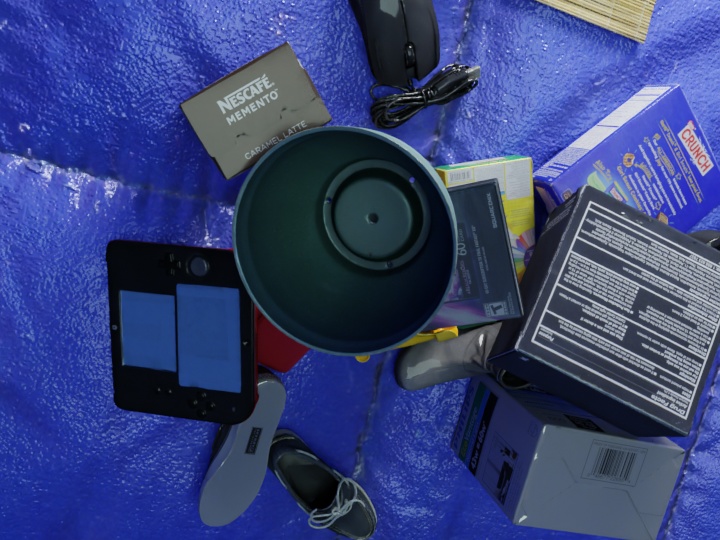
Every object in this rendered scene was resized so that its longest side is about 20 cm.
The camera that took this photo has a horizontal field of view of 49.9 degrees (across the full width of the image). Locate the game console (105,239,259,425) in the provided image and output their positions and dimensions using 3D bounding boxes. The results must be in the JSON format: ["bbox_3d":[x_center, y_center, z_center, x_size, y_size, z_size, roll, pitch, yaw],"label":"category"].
[{"bbox_3d":[-0.197,0.069,0.856,0.176,0.031,0.201,4,103,8],"label":"game console"}]

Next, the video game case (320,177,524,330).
[{"bbox_3d":[0.056,-0.006,0.797,0.199,0.019,0.144,-10,107,17],"label":"video game case"}]

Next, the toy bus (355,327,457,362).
[{"bbox_3d":[0.000,0.000,0.886,0.191,0.136,0.201,-20,107,7],"label":"toy bus"}]

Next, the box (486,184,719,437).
[{"bbox_3d":[0.274,0.049,0.845,0.199,0.123,0.199,27,75,0],"label":"box"}]

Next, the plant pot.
[{"bbox_3d":[-0.001,-0.038,0.717,0.199,0.134,0.202,4,106,14],"label":"plant pot"}]

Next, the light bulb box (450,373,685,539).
[{"bbox_3d":[0.246,0.221,0.959,0.197,0.200,0.126,13,99,-18],"label":"light bulb box"}]

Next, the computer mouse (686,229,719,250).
[{"bbox_3d":[0.375,0.010,0.980,0.140,0.046,0.200,-19,153,-10],"label":"computer mouse"}]

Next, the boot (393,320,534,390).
[{"bbox_3d":[0.146,0.108,0.939,0.199,0.132,0.070,-23,110,-9],"label":"boot"}]

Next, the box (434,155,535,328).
[{"bbox_3d":[0.156,-0.034,0.952,0.117,0.048,0.201,-9,104,-13],"label":"box"}]

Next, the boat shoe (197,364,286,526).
[{"bbox_3d":[-0.143,0.208,0.927,0.068,0.057,0.201,19,99,-28],"label":"boat shoe"}]

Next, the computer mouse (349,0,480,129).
[{"bbox_3d":[0.051,-0.269,0.859,0.138,0.053,0.201,-24,109,-7],"label":"computer mouse"}]

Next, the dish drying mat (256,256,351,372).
[{"bbox_3d":[-0.077,0.057,0.851,0.077,0.018,0.200,30,139,-11],"label":"dish drying mat"}]

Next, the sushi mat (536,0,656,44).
[{"bbox_3d":[0.272,-0.348,0.920,0.199,0.012,0.096,15,101,-18],"label":"sushi mat"}]

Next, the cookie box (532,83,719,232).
[{"bbox_3d":[0.337,-0.104,0.967,0.200,0.075,0.172,-37,110,-3],"label":"cookie box"}]

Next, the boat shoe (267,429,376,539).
[{"bbox_3d":[-0.044,0.278,0.968,0.075,0.062,0.200,-39,111,-5],"label":"boat shoe"}]

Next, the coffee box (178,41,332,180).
[{"bbox_3d":[-0.111,-0.157,0.764,0.114,0.200,0.080,-32,107,-6],"label":"coffee box"}]
